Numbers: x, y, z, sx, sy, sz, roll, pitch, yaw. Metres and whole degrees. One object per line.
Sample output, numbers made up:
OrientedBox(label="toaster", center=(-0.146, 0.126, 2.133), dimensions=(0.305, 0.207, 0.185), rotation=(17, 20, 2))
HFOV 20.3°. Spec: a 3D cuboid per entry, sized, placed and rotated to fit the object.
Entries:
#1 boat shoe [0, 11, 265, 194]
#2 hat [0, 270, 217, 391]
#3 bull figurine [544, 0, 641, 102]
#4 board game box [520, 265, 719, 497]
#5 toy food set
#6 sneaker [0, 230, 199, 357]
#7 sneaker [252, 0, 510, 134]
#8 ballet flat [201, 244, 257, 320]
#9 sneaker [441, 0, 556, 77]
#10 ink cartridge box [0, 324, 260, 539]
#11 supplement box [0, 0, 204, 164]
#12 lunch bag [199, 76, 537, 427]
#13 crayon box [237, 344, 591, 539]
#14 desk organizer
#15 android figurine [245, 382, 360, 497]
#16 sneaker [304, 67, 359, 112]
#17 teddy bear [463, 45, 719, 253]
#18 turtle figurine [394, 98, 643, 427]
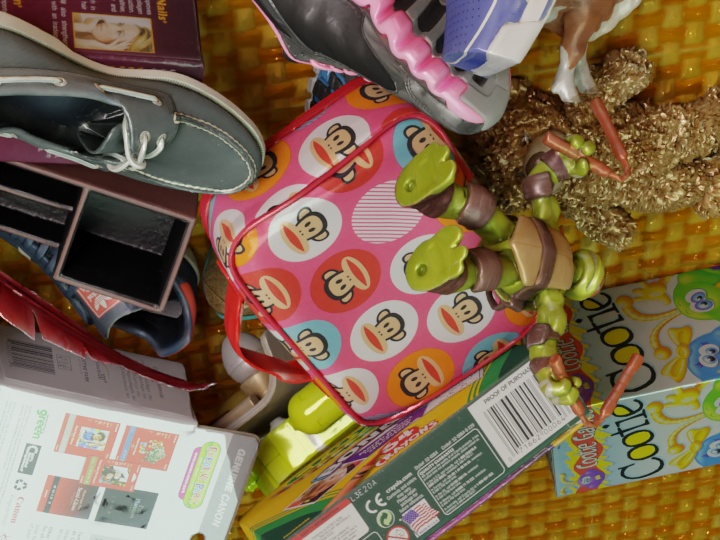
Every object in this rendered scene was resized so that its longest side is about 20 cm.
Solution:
OrientedBox(label="boat shoe", center=(-0.136, -0.073, 1.062), dimensions=(0.200, 0.062, 0.073), rotation=(22, 128, -32))
OrientedBox(label="hat", center=(-0.226, 0.005, 1.191), dimensions=(0.176, 0.200, 0.166), rotation=(-16, -179, -40))
OrientedBox(label="bull figurine", center=(0.101, -0.161, 1.170), dimensions=(0.200, 0.065, 0.121), rotation=(2, 105, -4))
OrientedBox(label="board game box", center=(0.224, 0.074, 1.444), dimensions=(0.200, 0.105, 0.103), rotation=(-12, 138, 0))
OrientedBox(label="toy food set", center=(-0.092, 0.091, 1.396), dimensions=(0.200, 0.060, 0.143), rotation=(-38, 171, 29))
OrientedBox(label="sneaker", center=(-0.175, -0.009, 1.275), dimensions=(0.075, 0.085, 0.200), rotation=(-37, 132, 27))
OrientedBox(label="sneaker", center=(-0.003, -0.139, 1.124), dimensions=(0.079, 0.200, 0.095), rotation=(-38, 168, -43))
OrientedBox(label="ballet flat", center=(-0.007, -0.014, 1.335), dimensions=(0.200, 0.068, 0.072), rotation=(-5, 121, -1))
OrientedBox(label="sneaker", center=(0.056, -0.208, 1.063), dimensions=(0.115, 0.199, 0.081), rotation=(19, 169, -13))
OrientedBox(label="ink cartridge box", center=(-0.179, 0.155, 1.306), dimensions=(0.176, 0.084, 0.200), rotation=(14, 112, -19))
OrientedBox(label="supplement box", center=(-0.194, -0.126, 1.121), dimensions=(0.200, 0.110, 0.086), rotation=(2, 137, -14))
OrientedBox(label="lunch bag", center=(0.000, 0.000, 1.195), dimensions=(0.176, 0.082, 0.200), rotation=(-36, 129, -1))
OrientedBox(label="crayon box", center=(0.028, 0.124, 1.254), dimensions=(0.200, 0.173, 0.058), rotation=(-36, 96, -10))
OrientedBox(label="desk organizer", center=(-0.197, -0.047, 1.185), dimensions=(0.200, 0.077, 0.072), rotation=(18, 113, -10))
OrientedBox(label="android figurine", center=(-0.006, 0.092, 1.380), dimensions=(0.200, 0.041, 0.182), rotation=(-37, 171, 6))
OrientedBox(label="sneaker", center=(0.012, -0.058, 1.259), dimensions=(0.087, 0.075, 0.200), rotation=(-7, 124, -15))
OrientedBox(label="teddy bear", center=(0.169, -0.073, 1.295), dimensions=(0.200, 0.067, 0.145), rotation=(15, 130, -27))
OrientedBox(label="turtle figurine", center=(0.089, -0.018, 1.135), dimensions=(0.064, 0.200, 0.161), rotation=(-11, 158, 43))
